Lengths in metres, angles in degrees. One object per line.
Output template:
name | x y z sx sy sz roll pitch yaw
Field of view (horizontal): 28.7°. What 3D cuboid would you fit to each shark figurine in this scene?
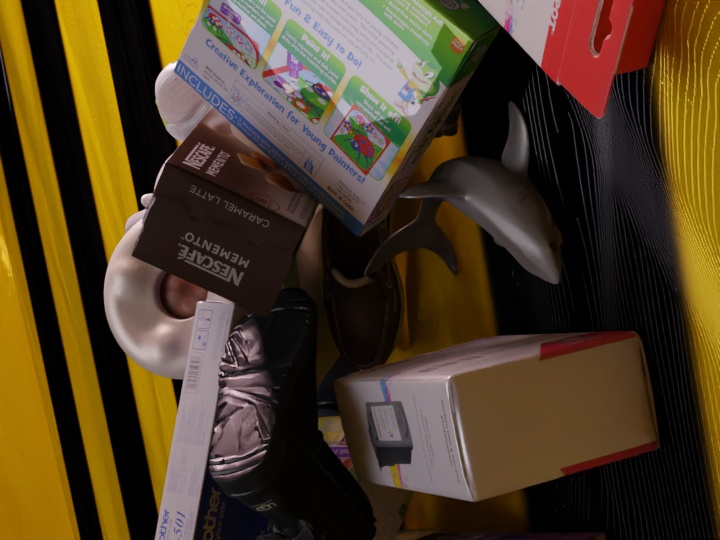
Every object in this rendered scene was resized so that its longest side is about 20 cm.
shark figurine | 0.062 -0.050 1.036 0.214 0.089 0.129 1 101 64

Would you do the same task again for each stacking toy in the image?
stacking toy | -0.123 0.025 1.244 0.200 0.146 0.147 19 -129 -72

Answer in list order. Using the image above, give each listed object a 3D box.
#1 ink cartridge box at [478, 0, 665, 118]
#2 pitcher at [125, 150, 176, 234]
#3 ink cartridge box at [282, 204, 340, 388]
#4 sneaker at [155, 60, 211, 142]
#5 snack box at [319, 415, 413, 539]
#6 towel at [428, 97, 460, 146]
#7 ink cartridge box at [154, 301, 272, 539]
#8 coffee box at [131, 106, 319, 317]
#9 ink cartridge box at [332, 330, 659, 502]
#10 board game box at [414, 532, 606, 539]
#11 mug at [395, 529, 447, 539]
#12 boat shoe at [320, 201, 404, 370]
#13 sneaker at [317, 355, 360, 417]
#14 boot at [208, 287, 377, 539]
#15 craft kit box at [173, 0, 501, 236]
ink cartridge box | 0.125 -0.193 0.833 0.200 0.067 0.116 56 150 40
pitcher | -0.155 -0.053 1.356 0.200 0.171 0.122 81 -170 -73
ink cartridge box | -0.055 0.026 1.249 0.200 0.048 0.146 -50 -46 -67
sneaker | -0.142 -0.167 1.370 0.200 0.075 0.105 53 -154 -57
snack box | -0.053 0.220 1.166 0.168 0.200 0.068 -10 136 42
towel | -0.016 -0.192 1.066 0.199 0.086 0.166 17 123 30
ink cartridge box | -0.099 0.131 1.093 0.044 0.094 0.201 2 78 39
coffee box | -0.092 -0.055 1.090 0.200 0.114 0.080 -71 6 -69
ink cartridge box | 0.088 0.097 0.973 0.200 0.147 0.086 166 91 -68
board game box | 0.123 0.262 1.080 0.200 0.032 0.121 -16 84 54
mug | 0.015 0.288 1.229 0.153 0.186 0.150 167 124 -75
boat shoe | -0.006 -0.001 1.198 0.075 0.074 0.203 -54 -36 -63
sneaker | -0.028 0.172 1.310 0.078 0.079 0.201 -6 80 29
boot | -0.040 0.134 1.046 0.163 0.073 0.199 55 -151 -37
craft kit box | -0.025 -0.159 1.004 0.200 0.048 0.198 42 135 11
